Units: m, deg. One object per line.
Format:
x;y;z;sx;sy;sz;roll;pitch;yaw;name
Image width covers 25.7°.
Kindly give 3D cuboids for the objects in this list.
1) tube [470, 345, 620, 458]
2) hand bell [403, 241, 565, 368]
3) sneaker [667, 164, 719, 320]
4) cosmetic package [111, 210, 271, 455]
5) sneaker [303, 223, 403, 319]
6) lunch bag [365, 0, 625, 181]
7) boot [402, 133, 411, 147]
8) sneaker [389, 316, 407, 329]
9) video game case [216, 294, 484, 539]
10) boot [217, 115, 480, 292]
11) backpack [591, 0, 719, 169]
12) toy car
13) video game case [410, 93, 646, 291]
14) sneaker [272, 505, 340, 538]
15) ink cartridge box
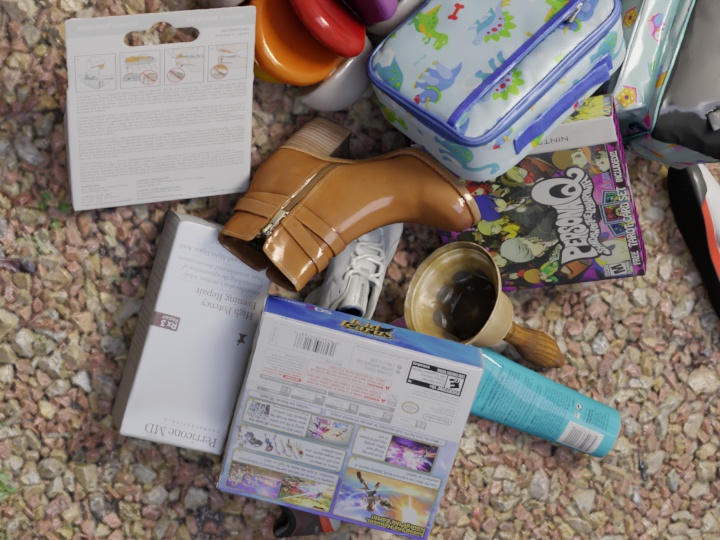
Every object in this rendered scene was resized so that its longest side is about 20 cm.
0.157;0.126;1.541;0.198;0.050;0.078;23;96;-14;tube
0.137;0.058;1.486;0.199;0.104;0.105;31;91;-48;hand bell
0.380;-0.042;1.561;0.107;0.067;0.203;-29;110;-10;sneaker
-0.149;0.056;1.425;0.101;0.074;0.202;13;95;-17;cosmetic package
0.000;0.000;1.449;0.074;0.087;0.202;16;95;-16;sneaker
0.119;-0.182;1.343;0.200;0.161;0.083;-42;148;-11;lunch bag
0.106;-0.124;1.473;0.131;0.070;0.202;-24;95;-7;boot
0.044;0.142;1.498;0.088;0.080;0.202;9;103;-24;sneaker
-0.011;0.131;1.394;0.198;0.046;0.183;15;113;-4;video game case
-0.012;-0.044;1.361;0.199;0.077;0.156;28;60;18;boot
0.284;-0.185;1.436;0.152;0.200;0.178;15;87;2;backpack
-0.024;-0.244;1.361;0.175;0.150;0.200;43;87;-18;toy car
0.155;-0.063;1.423;0.179;0.036;0.201;-6;135;15;video game case
-0.080;0.164;1.466;0.081;0.077;0.202;-19;104;-3;sneaker
-0.171;-0.146;1.344;0.161;0.057;0.201;-7;130;-14;ink cartridge box
